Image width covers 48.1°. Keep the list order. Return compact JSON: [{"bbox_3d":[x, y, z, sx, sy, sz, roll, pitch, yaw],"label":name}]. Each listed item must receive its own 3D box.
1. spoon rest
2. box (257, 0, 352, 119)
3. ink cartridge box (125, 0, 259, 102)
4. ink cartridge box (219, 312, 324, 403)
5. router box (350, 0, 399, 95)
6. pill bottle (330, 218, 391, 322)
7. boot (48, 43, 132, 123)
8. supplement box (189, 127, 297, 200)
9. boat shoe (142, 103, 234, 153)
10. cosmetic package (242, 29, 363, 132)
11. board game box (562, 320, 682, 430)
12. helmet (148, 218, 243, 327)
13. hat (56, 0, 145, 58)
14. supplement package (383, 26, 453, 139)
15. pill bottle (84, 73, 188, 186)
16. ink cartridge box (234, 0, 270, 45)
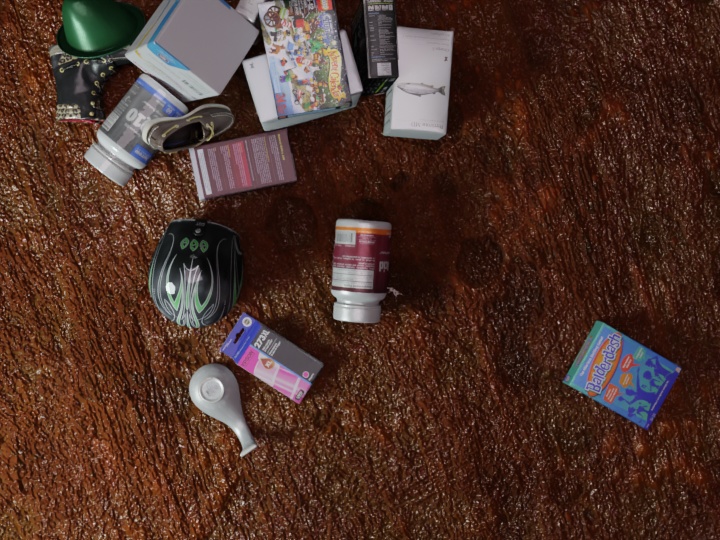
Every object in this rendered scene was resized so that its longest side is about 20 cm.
[{"bbox_3d":[-0.275,0.284,1.647,0.099,0.061,0.201,-32,81,-3],"label":"spoon rest"},{"bbox_3d":[-0.098,-0.380,1.430,0.136,0.038,0.201,-11,93,-3],"label":"box"},{"bbox_3d":[-0.315,-0.418,1.491,0.146,0.200,0.147,36,78,-29],"label":"ink cartridge box"},{"bbox_3d":[-0.182,0.179,1.653,0.199,0.037,0.095,33,90,-3],"label":"ink cartridge box"},{"bbox_3d":[0.026,-0.429,1.555,0.062,0.200,0.151,-5,94,-7],"label":"router box"},{"bbox_3d":[0.000,0.000,1.617,0.113,0.114,0.202,4,93,-4],"label":"pill bottle"},{"bbox_3d":[-0.512,-0.368,1.583,0.198,0.073,0.152,0,92,0],"label":"boot"},{"bbox_3d":[-0.233,-0.212,1.617,0.199,0.061,0.110,-11,94,-3],"label":"supplement box"},{"bbox_3d":[-0.321,-0.272,1.561,0.059,0.199,0.072,38,132,30],"label":"boat shoe"},{"bbox_3d":[-0.110,-0.356,1.550,0.198,0.200,0.124,-18,93,-2],"label":"cosmetic package"},{"bbox_3d":[0.552,0.221,1.702,0.199,0.045,0.153,29,90,-4],"label":"board game box"},{"bbox_3d":[-0.320,0.013,1.567,0.199,0.200,0.192,9,75,-4],"label":"helmet"},{"bbox_3d":[-0.517,-0.510,1.491,0.200,0.177,0.165,-37,58,-21],"label":"hat"},{"bbox_3d":[0.114,-0.369,1.607,0.116,0.117,0.202,3,93,-5],"label":"supplement package"},{"bbox_3d":[-0.439,-0.272,1.573,0.114,0.114,0.200,38,90,-5],"label":"pill bottle"},{"bbox_3d":[-0.176,-0.535,1.536,0.045,0.200,0.177,29,90,-7],"label":"ink cartridge box"}]
